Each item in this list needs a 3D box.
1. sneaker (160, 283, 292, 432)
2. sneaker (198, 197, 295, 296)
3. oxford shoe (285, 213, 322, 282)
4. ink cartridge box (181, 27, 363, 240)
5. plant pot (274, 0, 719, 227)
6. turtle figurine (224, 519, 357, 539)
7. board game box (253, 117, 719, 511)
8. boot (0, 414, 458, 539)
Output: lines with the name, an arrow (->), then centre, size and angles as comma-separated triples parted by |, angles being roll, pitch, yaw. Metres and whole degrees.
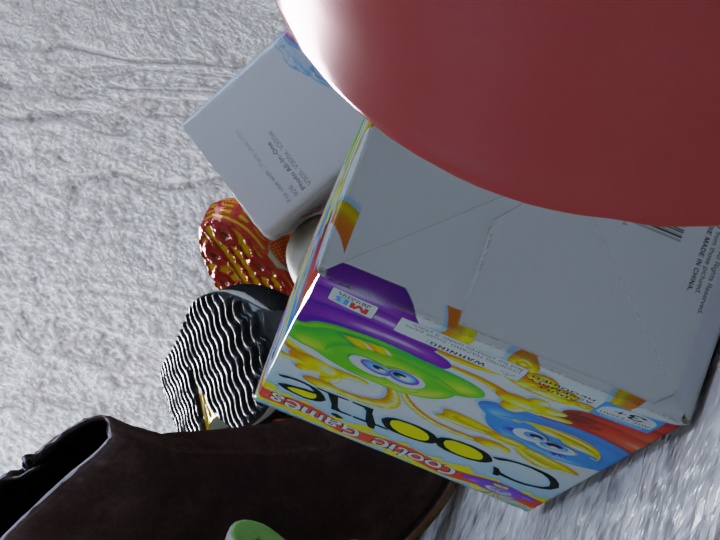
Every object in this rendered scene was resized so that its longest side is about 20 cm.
sneaker -> -0.040, 0.045, 1.093 | 0.070, 0.090, 0.200 | 70, 158, 10
sneaker -> -0.023, 0.009, 1.264 | 0.073, 0.200, 0.077 | 4, 62, 43
oxford shoe -> 0.000, 0.000, 1.090 | 0.071, 0.075, 0.200 | -62, 28, 0
ink cartridge box -> 0.017, -0.116, 1.189 | 0.200, 0.088, 0.145 | -41, -5, 20
plant pot -> 0.058, -0.115, 0.336 | 0.178, 0.200, 0.201 | 97, -169, -54
turtle figurine -> -0.057, 0.209, 0.869 | 0.194, 0.144, 0.200 | -51, 15, 21
board game box -> 0.039, -0.005, 0.633 | 0.200, 0.103, 0.105 | 118, 173, -75
boot -> -0.057, 0.093, 0.925 | 0.200, 0.073, 0.166 | -36, -33, 13
